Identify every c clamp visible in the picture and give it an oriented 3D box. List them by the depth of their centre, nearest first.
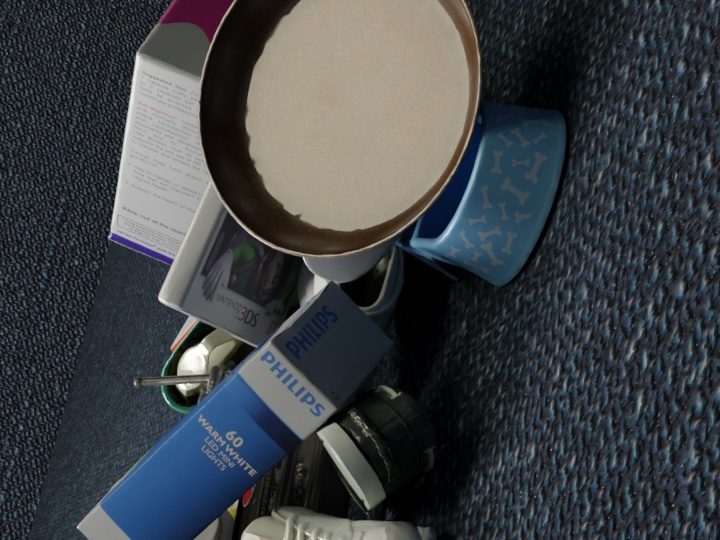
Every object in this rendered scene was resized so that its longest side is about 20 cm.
[{"bbox_3d":[-0.094,0.149,1.226,0.171,0.027,0.200,-13,53,27],"label":"c clamp"}]

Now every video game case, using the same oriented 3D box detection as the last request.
[{"bbox_3d":[-0.060,-0.051,1.252,0.200,0.023,0.182,-67,-19,-4],"label":"video game case"}]

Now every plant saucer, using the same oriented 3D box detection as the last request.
[{"bbox_3d":[-0.010,-0.105,1.092,0.032,0.200,0.200,12,-82,-60],"label":"plant saucer"}]

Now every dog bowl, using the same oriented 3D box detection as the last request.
[{"bbox_3d":[0.067,-0.052,1.116,0.200,0.050,0.112,-170,98,-76],"label":"dog bowl"}]

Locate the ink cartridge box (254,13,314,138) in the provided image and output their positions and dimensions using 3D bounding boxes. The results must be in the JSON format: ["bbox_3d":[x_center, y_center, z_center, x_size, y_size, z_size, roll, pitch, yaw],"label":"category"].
[{"bbox_3d":[-0.002,-0.101,1.230,0.200,0.050,0.109,7,-76,-67],"label":"ink cartridge box"}]

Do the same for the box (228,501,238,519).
[{"bbox_3d":[-0.064,0.120,1.426,0.117,0.048,0.200,138,149,-64],"label":"box"}]

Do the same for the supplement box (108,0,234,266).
[{"bbox_3d":[-0.111,-0.101,1.320,0.200,0.103,0.101,106,-171,-49],"label":"supplement box"}]

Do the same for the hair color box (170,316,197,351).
[{"bbox_3d":[-0.077,-0.011,1.512,0.200,0.061,0.102,-61,8,-25],"label":"hair color box"}]

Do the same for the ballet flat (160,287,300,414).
[{"bbox_3d":[-0.088,0.040,1.374,0.200,0.067,0.070,-52,-6,25],"label":"ballet flat"}]

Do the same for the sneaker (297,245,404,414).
[{"bbox_3d":[0.000,0.000,1.229,0.200,0.074,0.116,-87,12,-54],"label":"sneaker"}]

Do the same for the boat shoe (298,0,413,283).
[{"bbox_3d":[0.015,-0.089,1.140,0.066,0.070,0.200,-13,-62,-80],"label":"boat shoe"}]

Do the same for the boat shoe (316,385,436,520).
[{"bbox_3d":[0.013,0.109,1.102,0.060,0.076,0.200,-33,0,-5],"label":"boat shoe"}]

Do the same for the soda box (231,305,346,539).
[{"bbox_3d":[-0.045,0.131,1.295,0.071,0.063,0.200,123,161,-51],"label":"soda box"}]

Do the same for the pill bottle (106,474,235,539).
[{"bbox_3d":[-0.142,0.227,1.334,0.200,0.112,0.112,93,-175,-56],"label":"pill bottle"}]

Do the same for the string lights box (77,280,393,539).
[{"bbox_3d":[-0.078,0.101,1.111,0.200,0.059,0.103,-43,1,29],"label":"string lights box"}]

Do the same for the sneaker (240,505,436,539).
[{"bbox_3d":[-0.021,0.177,1.055,0.200,0.099,0.078,152,135,-71],"label":"sneaker"}]
